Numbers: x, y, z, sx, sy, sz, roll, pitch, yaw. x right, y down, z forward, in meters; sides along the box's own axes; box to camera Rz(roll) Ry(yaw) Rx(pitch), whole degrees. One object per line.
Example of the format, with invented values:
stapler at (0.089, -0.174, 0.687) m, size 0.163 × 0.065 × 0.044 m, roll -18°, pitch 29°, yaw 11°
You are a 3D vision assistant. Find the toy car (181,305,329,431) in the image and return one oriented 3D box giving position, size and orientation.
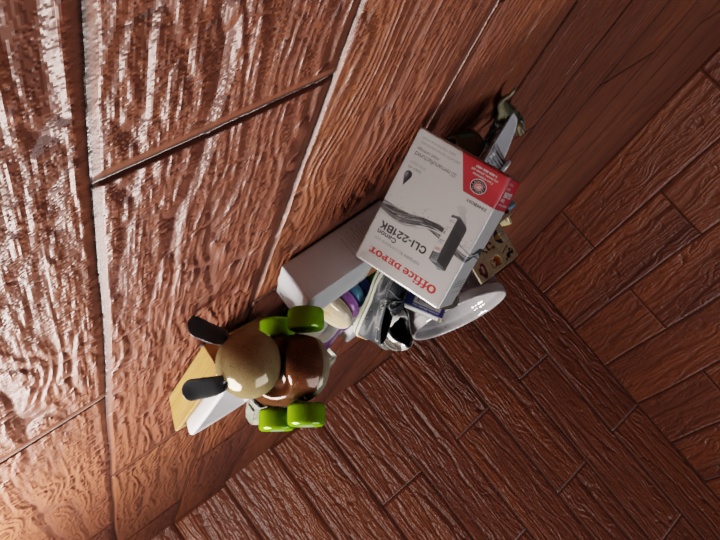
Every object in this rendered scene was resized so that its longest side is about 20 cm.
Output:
toy car at (-0.157, 0.133, 0.969) m, size 0.198 × 0.167 × 0.157 m, roll 11°, pitch 159°, yaw -37°

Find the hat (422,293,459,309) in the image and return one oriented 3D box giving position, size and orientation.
hat at (0.129, -0.033, 1.116) m, size 0.080 × 0.202 × 0.201 m, roll -24°, pitch 163°, yaw -21°

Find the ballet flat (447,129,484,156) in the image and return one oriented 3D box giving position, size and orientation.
ballet flat at (0.119, -0.146, 1.115) m, size 0.071 × 0.069 × 0.200 m, roll -2°, pitch 145°, yaw -38°

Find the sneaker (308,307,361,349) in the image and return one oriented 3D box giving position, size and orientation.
sneaker at (-0.086, 0.100, 1.223) m, size 0.200 × 0.099 × 0.075 m, roll -45°, pitch 161°, yaw -26°

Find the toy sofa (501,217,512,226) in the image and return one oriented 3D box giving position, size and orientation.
toy sofa at (0.266, -0.115, 1.671) m, size 0.199 × 0.099 × 0.082 m, roll -32°, pitch -169°, yaw -36°

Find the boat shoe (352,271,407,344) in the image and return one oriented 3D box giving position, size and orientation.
boat shoe at (0.048, 0.039, 1.139) m, size 0.074 × 0.062 × 0.202 m, roll -35°, pitch 153°, yaw -55°

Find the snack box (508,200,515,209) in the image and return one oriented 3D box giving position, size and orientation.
snack box at (0.200, -0.105, 1.367) m, size 0.037 × 0.117 × 0.200 m, roll -26°, pitch 161°, yaw -48°

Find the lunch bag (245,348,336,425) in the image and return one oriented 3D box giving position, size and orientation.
lunch bag at (-0.163, 0.225, 1.436) m, size 0.199 × 0.118 × 0.164 m, roll -40°, pitch 170°, yaw -25°

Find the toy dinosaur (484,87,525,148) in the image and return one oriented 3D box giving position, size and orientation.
toy dinosaur at (0.234, -0.241, 1.152) m, size 0.089 × 0.047 × 0.200 m, roll -57°, pitch 165°, yaw 9°

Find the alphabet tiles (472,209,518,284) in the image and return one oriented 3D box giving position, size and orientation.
alphabet tiles at (0.198, -0.087, 1.238) m, size 0.166 × 0.202 × 0.008 m, roll -34°, pitch -174°, yaw -24°

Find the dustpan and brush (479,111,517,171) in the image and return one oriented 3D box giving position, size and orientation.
dustpan and brush at (0.196, -0.137, 1.106) m, size 0.140 × 0.057 × 0.200 m, roll -56°, pitch 180°, yaw -32°

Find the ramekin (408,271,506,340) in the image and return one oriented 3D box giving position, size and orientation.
ramekin at (0.169, 0.042, 1.336) m, size 0.197 × 0.106 × 0.201 m, roll -21°, pitch 161°, yaw -7°

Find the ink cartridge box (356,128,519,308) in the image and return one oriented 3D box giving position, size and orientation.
ink cartridge box at (0.105, -0.070, 0.966) m, size 0.202 × 0.143 × 0.084 m, roll -62°, pitch 162°, yaw 13°

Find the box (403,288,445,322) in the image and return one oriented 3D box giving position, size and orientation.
box at (0.125, -0.022, 1.241) m, size 0.032 × 0.120 × 0.202 m, roll 88°, pitch 25°, yaw -71°

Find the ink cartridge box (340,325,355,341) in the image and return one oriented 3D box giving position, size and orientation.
ink cartridge box at (0.015, 0.047, 1.420) m, size 0.143 × 0.084 × 0.200 m, roll -35°, pitch 167°, yaw -21°

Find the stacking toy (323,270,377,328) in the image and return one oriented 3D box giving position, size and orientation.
stacking toy at (0.000, 0.000, 1.193) m, size 0.201 × 0.085 × 0.086 m, roll -52°, pitch 175°, yaw -26°

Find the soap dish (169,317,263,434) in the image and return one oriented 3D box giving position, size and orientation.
soap dish at (-0.220, 0.170, 1.142) m, size 0.157 × 0.082 × 0.200 m, roll -26°, pitch 162°, yaw -48°

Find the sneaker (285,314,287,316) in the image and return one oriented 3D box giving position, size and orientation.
sneaker at (-0.122, 0.114, 1.280) m, size 0.198 × 0.075 × 0.082 m, roll -24°, pitch 164°, yaw -32°

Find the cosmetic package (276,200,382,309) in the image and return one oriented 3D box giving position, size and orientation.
cosmetic package at (-0.031, -0.013, 1.088) m, size 0.199 × 0.072 × 0.102 m, roll -35°, pitch 168°, yaw -23°

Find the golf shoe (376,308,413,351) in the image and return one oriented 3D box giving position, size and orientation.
golf shoe at (0.049, 0.053, 1.268) m, size 0.077 × 0.203 × 0.094 m, roll -29°, pitch -164°, yaw -21°
